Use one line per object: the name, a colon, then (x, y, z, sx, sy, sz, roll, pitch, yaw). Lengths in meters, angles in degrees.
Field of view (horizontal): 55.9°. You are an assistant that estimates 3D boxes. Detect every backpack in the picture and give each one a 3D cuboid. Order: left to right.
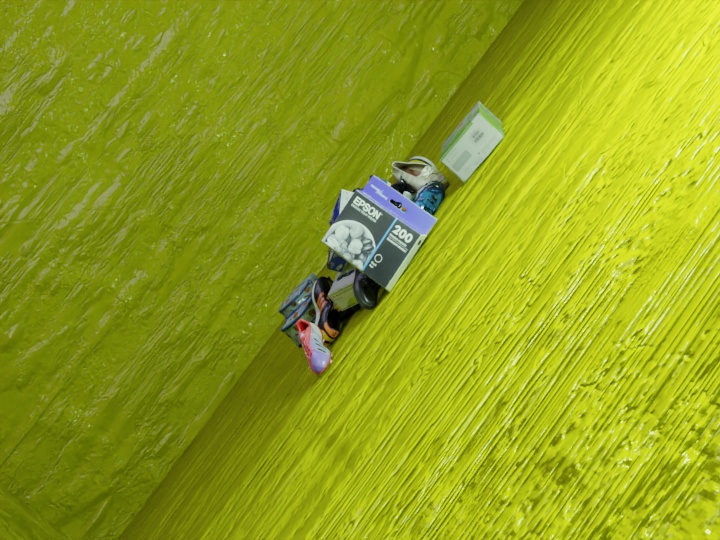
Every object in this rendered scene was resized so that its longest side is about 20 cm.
backpack: (-0.150, 0.119, 1.982, 0.200, 0.152, 0.192, -47, 12, 44)

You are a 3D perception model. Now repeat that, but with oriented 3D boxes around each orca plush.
orca plush: (0.087, -0.164, 1.762, 0.070, 0.108, 0.199, 12, 36, 40)

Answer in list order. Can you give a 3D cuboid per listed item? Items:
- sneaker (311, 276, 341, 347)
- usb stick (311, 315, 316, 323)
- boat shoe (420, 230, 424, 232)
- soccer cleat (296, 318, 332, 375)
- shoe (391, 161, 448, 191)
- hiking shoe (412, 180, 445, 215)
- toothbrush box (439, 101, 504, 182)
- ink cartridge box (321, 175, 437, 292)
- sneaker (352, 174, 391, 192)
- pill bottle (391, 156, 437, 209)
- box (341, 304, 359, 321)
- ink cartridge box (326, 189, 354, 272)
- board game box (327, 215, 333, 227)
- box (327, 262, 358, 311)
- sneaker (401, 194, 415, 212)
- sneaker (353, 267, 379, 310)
sneaker: (-0.079, 0.096, 1.789, 0.090, 0.069, 0.205, -37, 44, 42)
usb stick: (-0.076, 0.082, 1.892, 0.202, 0.032, 0.055, -56, 6, -20)
boat shoe: (0.085, -0.045, 1.616, 0.200, 0.062, 0.074, -45, 8, 44)
soccer cleat: (-0.118, 0.184, 1.641, 0.067, 0.076, 0.201, -48, 21, 11)
shoe: (0.159, -0.260, 1.870, 0.070, 0.054, 0.198, -44, 41, -22)
hiking shoe: (0.147, -0.128, 1.681, 0.201, 0.073, 0.087, -51, 27, 19)
toothbrush box: (0.274, -0.320, 1.673, 0.146, 0.086, 0.201, -49, 6, 23)
ink cartridge box: (0.043, -0.092, 1.546, 0.202, 0.196, 0.043, -55, -18, -2)
sneaker: (0.002, -0.190, 1.956, 0.202, 0.088, 0.079, -54, 10, 19)
pill bottle: (0.143, -0.229, 1.979, 0.202, 0.111, 0.111, -56, 8, -32)
box: (-0.019, 0.070, 1.855, 0.144, 0.036, 0.200, -56, 9, -29)
ink cartridge box: (-0.049, -0.105, 1.770, 0.095, 0.043, 0.204, 116, 163, -48)
board game box: (0.043, -0.119, 1.895, 0.198, 0.202, 0.062, -35, 3, 13)
box: (0.000, 0.000, 1.749, 0.115, 0.060, 0.202, -28, 25, 35)
sneaker: (0.136, -0.142, 1.780, 0.200, 0.071, 0.080, -46, 3, 6)
sneaker: (0.029, -0.018, 1.591, 0.105, 0.059, 0.204, -50, 32, 44)
